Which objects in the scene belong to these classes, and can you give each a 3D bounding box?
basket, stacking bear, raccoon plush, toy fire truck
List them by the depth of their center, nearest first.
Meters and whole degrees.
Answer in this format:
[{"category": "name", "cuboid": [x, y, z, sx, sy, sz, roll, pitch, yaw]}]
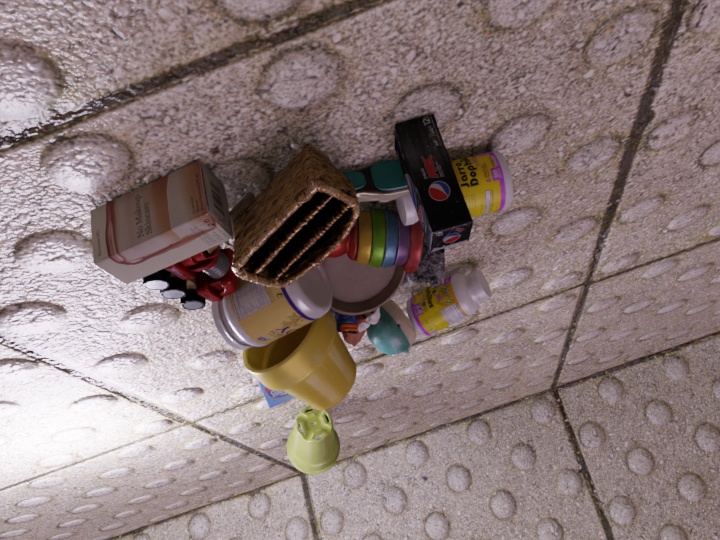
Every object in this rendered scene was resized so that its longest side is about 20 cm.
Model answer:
[{"category": "basket", "cuboid": [-0.092, -0.060, 1.028, 0.199, 0.150, 0.142, -42, 120, 15]}, {"category": "toy fire truck", "cuboid": [-0.250, -0.033, 1.135, 0.194, 0.133, 0.176, -12, 157, 14]}, {"category": "stacking bear", "cuboid": [0.010, -0.060, 1.237, 0.193, 0.126, 0.114, 1, 179, -9]}, {"category": "raccoon plush", "cuboid": [0.110, -0.045, 1.404, 0.129, 0.098, 0.205, -2, 124, -1]}]

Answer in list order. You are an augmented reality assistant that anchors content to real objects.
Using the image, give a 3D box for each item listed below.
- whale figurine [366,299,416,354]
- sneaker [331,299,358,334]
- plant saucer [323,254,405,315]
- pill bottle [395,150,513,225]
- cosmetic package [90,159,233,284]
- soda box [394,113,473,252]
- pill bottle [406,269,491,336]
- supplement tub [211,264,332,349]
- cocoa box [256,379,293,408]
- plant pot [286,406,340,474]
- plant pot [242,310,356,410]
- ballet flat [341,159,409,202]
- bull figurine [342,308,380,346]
[{"category": "whale figurine", "cuboid": [0.058, 0.145, 1.625, 0.103, 0.161, 0.200, -39, -176, -13]}, {"category": "sneaker", "cuboid": [-0.060, 0.090, 1.482, 0.074, 0.081, 0.198, 11, 178, -34]}, {"category": "plant saucer", "cuboid": [0.000, 0.000, 1.352, 0.194, 0.030, 0.205, -11, 124, -15]}, {"category": "pill bottle", "cuboid": [0.163, -0.139, 1.179, 0.194, 0.107, 0.105, -15, 155, -6]}, {"category": "cosmetic package", "cuboid": [-0.304, -0.072, 1.019, 0.195, 0.106, 0.087, -24, 153, 9]}, {"category": "soda box", "cuboid": [0.110, -0.137, 1.035, 0.069, 0.205, 0.064, -14, 155, -4]}, {"category": "pill bottle", "cuboid": [0.216, 0.075, 1.625, 0.197, 0.107, 0.103, -29, 152, 23]}, {"category": "supplement tub", "cuboid": [-0.165, 0.051, 1.237, 0.197, 0.149, 0.144, -27, 153, 24]}, {"category": "cocoa box", "cuboid": [-0.149, 0.212, 1.565, 0.131, 0.134, 0.199, -26, 179, 21]}, {"category": "plant pot", "cuboid": [-0.162, 0.573, 2.321, 0.194, 0.204, 0.187, -10, 143, -14]}, {"category": "plant pot", "cuboid": [-0.108, 0.177, 1.352, 0.197, 0.204, 0.190, -27, 124, 21]}, {"category": "ballet flat", "cuboid": [0.015, -0.143, 1.127, 0.193, 0.072, 0.070, -6, 154, -3]}, {"category": "bull figurine", "cuboid": [-0.009, 0.097, 1.519, 0.063, 0.125, 0.201, -6, 153, -22]}]
